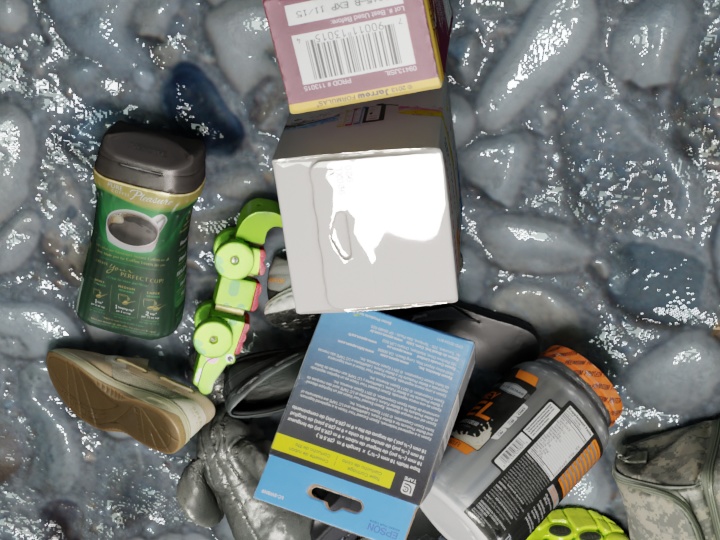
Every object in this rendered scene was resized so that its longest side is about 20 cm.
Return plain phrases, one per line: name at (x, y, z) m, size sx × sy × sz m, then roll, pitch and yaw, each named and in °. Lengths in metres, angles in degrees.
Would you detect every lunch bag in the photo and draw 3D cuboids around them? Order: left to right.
lunch bag at (0.351, 0.257, 1.452) m, size 0.167 × 0.139 × 0.200 m, roll -7°, pitch 115°, yaw 26°

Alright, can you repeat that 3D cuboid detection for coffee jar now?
coffee jar at (-0.209, -0.040, 1.381) m, size 0.104 × 0.085 × 0.200 m, roll 14°, pitch 117°, yaw 2°

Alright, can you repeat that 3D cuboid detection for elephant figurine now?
elephant figurine at (-0.120, 0.204, 1.449) m, size 0.142 × 0.155 × 0.200 m, roll -47°, pitch 120°, yaw -12°

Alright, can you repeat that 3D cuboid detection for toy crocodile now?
toy crocodile at (-0.123, 0.025, 1.401) m, size 0.062 × 0.068 × 0.201 m, roll 15°, pitch 101°, yaw -10°

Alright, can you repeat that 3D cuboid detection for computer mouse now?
computer mouse at (-0.040, 0.289, 1.414) m, size 0.034 × 0.200 × 0.059 m, roll 13°, pitch 148°, yaw 29°

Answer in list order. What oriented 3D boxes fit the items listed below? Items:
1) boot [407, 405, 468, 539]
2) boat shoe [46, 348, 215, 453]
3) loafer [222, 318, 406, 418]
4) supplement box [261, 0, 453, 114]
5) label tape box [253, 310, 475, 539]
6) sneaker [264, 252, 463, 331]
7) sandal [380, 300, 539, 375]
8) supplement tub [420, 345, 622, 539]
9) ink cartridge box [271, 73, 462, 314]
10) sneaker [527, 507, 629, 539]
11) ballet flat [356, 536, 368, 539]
boot at (0.047, 0.197, 1.481) m, size 0.198 × 0.073 × 0.162 m, roll 39°, pitch 114°, yaw -15°
boat shoe at (-0.233, 0.121, 1.449) m, size 0.200 × 0.065 × 0.072 m, roll 19°, pitch 127°, yaw 34°
loafer at (-0.037, 0.099, 1.394) m, size 0.200 × 0.070 × 0.068 m, roll -16°, pitch 123°, yaw 10°
supplement box at (0.003, -0.219, 1.213) m, size 0.131 × 0.200 × 0.103 m, roll -10°, pitch 114°, yaw 9°
label tape box at (0.006, 0.141, 1.306) m, size 0.144 × 0.063 × 0.200 m, roll 18°, pitch 72°, yaw 10°
sneaker at (0.000, 0.000, 1.384) m, size 0.200 × 0.080 × 0.074 m, roll -11°, pitch 158°, yaw 13°
sandal at (0.080, 0.060, 1.426) m, size 0.200 × 0.043 × 0.076 m, roll 10°, pitch 116°, yaw 0°
supplement tub at (0.152, 0.173, 1.381) m, size 0.200 × 0.122 × 0.123 m, roll -43°, pitch 109°, yaw -19°
ink cartridge box at (0.013, -0.071, 1.283) m, size 0.144 × 0.200 × 0.148 m, roll -5°, pitch 115°, yaw 8°
sneaker at (0.188, 0.303, 1.528) m, size 0.199 × 0.074 × 0.084 m, roll -6°, pitch 143°, yaw 3°
ballet flat at (0.000, 0.316, 1.520) m, size 0.067 × 0.200 × 0.064 m, roll -18°, pitch 73°, yaw -19°
